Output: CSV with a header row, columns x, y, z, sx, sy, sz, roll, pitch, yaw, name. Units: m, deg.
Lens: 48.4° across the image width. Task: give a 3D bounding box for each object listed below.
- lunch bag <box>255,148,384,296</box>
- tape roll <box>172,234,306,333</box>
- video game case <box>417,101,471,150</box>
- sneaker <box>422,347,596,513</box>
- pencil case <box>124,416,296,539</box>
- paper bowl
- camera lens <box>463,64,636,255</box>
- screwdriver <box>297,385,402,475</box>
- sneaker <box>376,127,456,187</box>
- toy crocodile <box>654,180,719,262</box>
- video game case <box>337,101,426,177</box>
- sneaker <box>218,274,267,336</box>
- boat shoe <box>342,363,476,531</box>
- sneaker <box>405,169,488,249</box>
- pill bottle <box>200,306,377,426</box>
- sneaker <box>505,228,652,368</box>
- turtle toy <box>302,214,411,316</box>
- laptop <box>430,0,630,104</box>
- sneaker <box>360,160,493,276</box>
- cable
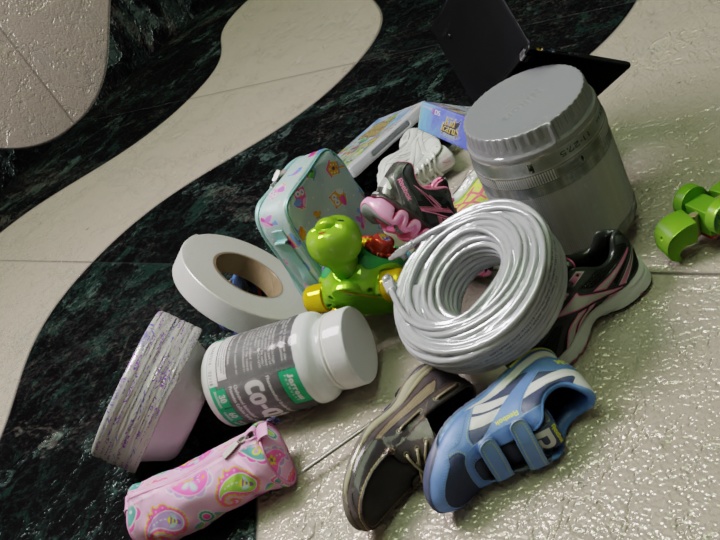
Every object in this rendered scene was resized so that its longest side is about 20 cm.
x,y,z,sx,sy,sz,roll,pitch,yaw,name
-0.057,-0.056,1.112,0.077,0.201,0.161,-3,41,42,lunch bag
-0.164,0.019,1.119,0.037,0.201,0.203,-59,24,23,tape roll
0.204,-0.190,1.115,0.180,0.046,0.200,1,20,-25,video game case
0.142,0.158,0.766,0.200,0.074,0.082,-43,35,-14,sneaker
-0.172,0.244,0.917,0.199,0.088,0.088,-28,32,9,pencil case
-0.257,0.163,1.036,0.202,0.104,0.201,-61,10,18,paper bowl
0.224,-0.116,0.942,0.159,0.201,0.161,-23,32,16,camera lens
0.014,0.175,0.905,0.200,0.029,0.028,-39,32,-2,screwdriver
0.094,-0.162,1.245,0.099,0.078,0.201,-4,43,33,sneaker
0.409,-0.079,0.871,0.199,0.062,0.068,-32,31,-8,toy crocodile
0.013,-0.217,1.390,0.182,0.022,0.200,-43,15,-15,video game case
-0.173,0.071,1.182,0.078,0.075,0.200,-43,25,10,sneaker
0.053,0.176,0.818,0.073,0.075,0.201,3,47,44,boat shoe
0.160,-0.073,1.077,0.199,0.078,0.090,-38,47,-6,sneaker
-0.087,0.116,0.987,0.199,0.113,0.114,-19,34,23,pill bottle
0.217,0.028,0.861,0.200,0.087,0.080,-42,31,-13,sneaker
0.000,0.000,1.003,0.145,0.200,0.102,-11,68,24,turtle toy
0.204,-0.281,1.006,0.187,0.198,0.117,132,144,-74,laptop
0.098,-0.063,0.982,0.079,0.199,0.096,8,69,61,sneaker
0.124,0.018,0.854,0.199,0.069,0.201,-34,38,22,cable
